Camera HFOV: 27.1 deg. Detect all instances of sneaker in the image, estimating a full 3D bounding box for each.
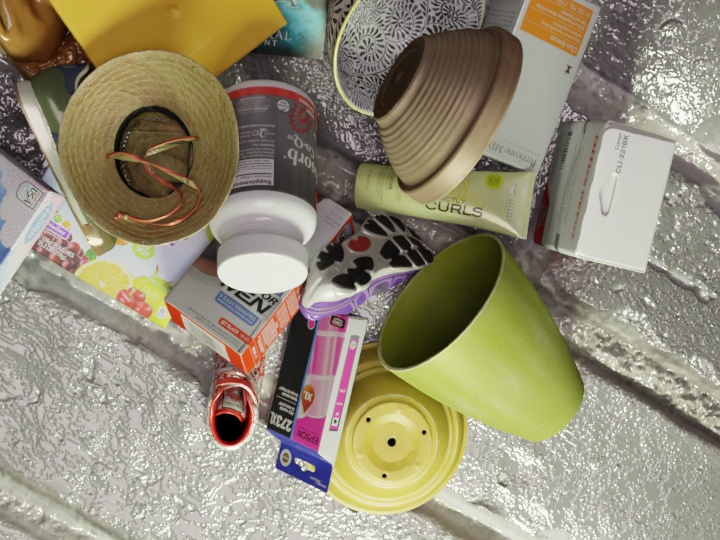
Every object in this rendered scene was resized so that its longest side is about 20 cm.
[{"bbox_3d":[0.000,0.000,1.649,0.081,0.199,0.084,50,132,17],"label":"sneaker"},{"bbox_3d":[-0.283,-0.123,1.573,0.089,0.067,0.202,-26,98,-6],"label":"sneaker"},{"bbox_3d":[-0.130,0.099,1.656,0.066,0.108,0.204,11,94,-7],"label":"sneaker"}]

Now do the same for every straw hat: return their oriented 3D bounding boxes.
[{"bbox_3d":[-0.211,-0.117,1.544,0.198,0.085,0.204,-1,81,4],"label":"straw hat"}]

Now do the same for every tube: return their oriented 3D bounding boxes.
[{"bbox_3d":[0.093,-0.085,1.661,0.197,0.052,0.059,8,118,12],"label":"tube"}]

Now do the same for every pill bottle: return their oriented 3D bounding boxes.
[{"bbox_3d":[-0.102,-0.087,1.565,0.114,0.116,0.203,1,64,-6],"label":"pill bottle"}]

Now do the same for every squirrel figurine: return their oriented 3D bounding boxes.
[{"bbox_3d":[-0.319,-0.301,1.605,0.187,0.141,0.200,-46,112,-11],"label":"squirrel figurine"}]

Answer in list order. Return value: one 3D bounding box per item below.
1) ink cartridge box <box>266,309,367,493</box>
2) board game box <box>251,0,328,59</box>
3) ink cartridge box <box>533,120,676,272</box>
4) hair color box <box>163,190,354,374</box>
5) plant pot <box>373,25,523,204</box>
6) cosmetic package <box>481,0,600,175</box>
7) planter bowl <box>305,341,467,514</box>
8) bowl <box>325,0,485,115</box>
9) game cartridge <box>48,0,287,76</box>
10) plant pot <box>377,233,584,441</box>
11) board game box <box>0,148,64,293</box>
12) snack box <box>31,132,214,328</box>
[{"bbox_3d":[-0.054,0.139,1.676,0.037,0.094,0.203,6,97,-44],"label":"ink cartridge box"},{"bbox_3d":[-0.131,-0.306,1.627,0.197,0.028,0.137,4,121,-3],"label":"board game box"},{"bbox_3d":[0.263,-0.084,1.633,0.083,0.200,0.146,12,94,-6],"label":"ink cartridge box"},{"bbox_3d":[-0.107,-0.003,1.626,0.110,0.064,0.201,32,71,16],"label":"hair color box"},{"bbox_3d":[0.077,-0.179,1.572,0.092,0.201,0.203,28,92,-19],"label":"plant pot"},{"bbox_3d":[0.178,-0.220,1.663,0.100,0.071,0.202,19,94,-29],"label":"cosmetic package"},{"bbox_3d":[0.031,0.187,1.693,0.197,0.083,0.204,-1,96,-5],"label":"planter bowl"},{"bbox_3d":[0.031,-0.279,1.629,0.200,0.201,0.094,-41,54,-1],"label":"bowl"},{"bbox_3d":[-0.201,-0.275,1.567,0.199,0.032,0.177,-36,118,-6],"label":"game cartridge"},{"bbox_3d":[0.152,0.095,1.665,0.200,0.187,0.187,42,90,-23],"label":"plant pot"},{"bbox_3d":[-0.451,-0.054,1.606,0.198,0.043,0.201,35,92,14],"label":"board game box"},{"bbox_3d":[-0.257,-0.061,1.649,0.199,0.068,0.170,32,92,-9],"label":"snack box"}]
